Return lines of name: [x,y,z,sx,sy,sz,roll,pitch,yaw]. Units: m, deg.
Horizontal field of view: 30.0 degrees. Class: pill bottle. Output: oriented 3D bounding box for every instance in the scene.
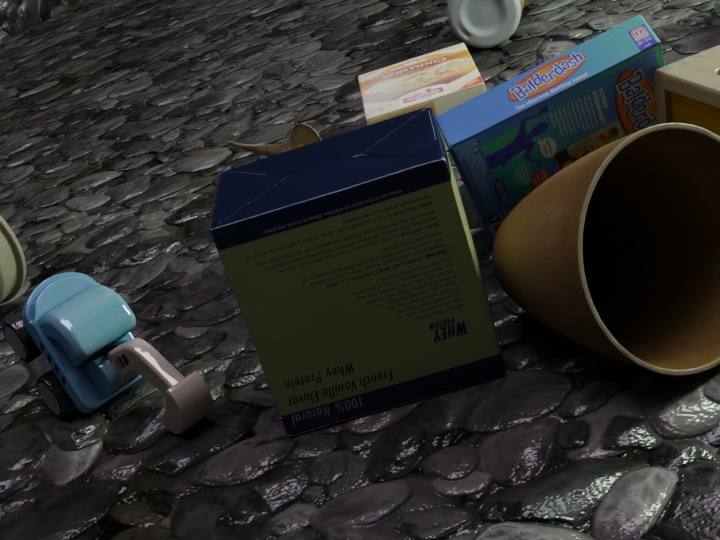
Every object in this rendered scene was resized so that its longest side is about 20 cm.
pill bottle: [0.197,-0.421,2.051,0.110,0.112,0.200,-11,25,17]

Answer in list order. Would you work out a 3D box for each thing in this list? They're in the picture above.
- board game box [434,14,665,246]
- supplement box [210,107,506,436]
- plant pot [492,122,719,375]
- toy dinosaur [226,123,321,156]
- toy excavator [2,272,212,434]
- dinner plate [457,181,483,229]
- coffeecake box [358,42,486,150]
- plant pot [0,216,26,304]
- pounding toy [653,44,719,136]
board game box: [0.182,-0.119,1.198,0.199,0.152,0.045,-25,49,4]
supplement box: [0.000,0.000,1.143,0.198,0.201,0.135,-16,24,6]
plant pot: [0.196,-0.013,1.088,0.186,0.188,0.200,-29,11,-24]
toy dinosaur: [-0.065,-0.130,1.613,0.199,0.102,0.058,5,33,44]
toy excavator: [-0.233,0.079,1.257,0.100,0.195,0.200,-33,-2,-31]
dinner plate: [0.166,-0.086,1.321,0.199,0.024,0.200,-27,-14,-7]
coffeecake box: [0.082,-0.214,1.725,0.152,0.074,0.200,-16,23,4]
plant pot: [-0.518,0.023,1.545,0.199,0.201,0.184,-6,38,28]
pounding toy: [0.313,-0.081,1.141,0.141,0.186,0.200,-22,28,-19]
